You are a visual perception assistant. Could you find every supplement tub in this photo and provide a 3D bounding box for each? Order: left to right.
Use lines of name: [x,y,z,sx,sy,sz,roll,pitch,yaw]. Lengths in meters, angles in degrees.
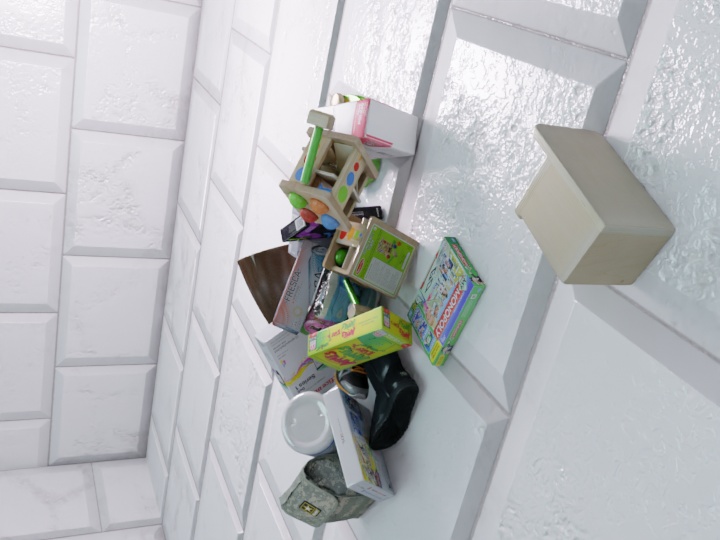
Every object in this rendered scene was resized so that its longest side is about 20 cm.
supplement tub: [-0.090,0.350,1.643,0.200,0.128,0.136,51,-151,-69]

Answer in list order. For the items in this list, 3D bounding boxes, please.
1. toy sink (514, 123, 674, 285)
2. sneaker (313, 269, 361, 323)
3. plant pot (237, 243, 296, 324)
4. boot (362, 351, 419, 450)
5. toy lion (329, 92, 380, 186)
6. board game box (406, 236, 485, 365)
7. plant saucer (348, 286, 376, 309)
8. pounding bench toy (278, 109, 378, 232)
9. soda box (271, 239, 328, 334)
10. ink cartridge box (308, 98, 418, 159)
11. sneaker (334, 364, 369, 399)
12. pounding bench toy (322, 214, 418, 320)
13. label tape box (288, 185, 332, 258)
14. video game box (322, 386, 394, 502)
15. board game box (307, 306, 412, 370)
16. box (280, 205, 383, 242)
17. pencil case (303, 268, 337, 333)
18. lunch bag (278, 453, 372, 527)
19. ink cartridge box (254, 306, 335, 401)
toy sink: [0.299,-0.087,0.998,0.113,0.127,0.203,-63,37,40]
sneaker: [-0.037,0.028,1.623,0.078,0.089,0.204,-31,36,58]
plant pot: [-0.221,0.048,2.001,0.186,0.183,0.205,-20,85,61]
boot: [0.047,0.247,1.537,0.170,0.075,0.204,-118,39,-47]
toy lion: [-0.009,-0.301,1.706,0.190,0.067,0.206,24,110,54]
board game box: [0.156,0.059,1.381,0.136,0.028,0.203,64,142,44]
plant saucer: [-0.017,0.103,1.649,0.202,0.027,0.202,-53,18,25]
pounding bench toy: [-0.078,-0.191,1.431,0.122,0.201,0.159,17,70,30]
soda box: [-0.135,0.038,1.664,0.064,0.067,0.205,135,155,-76]
ink cartridge box: [0.004,-0.290,1.535,0.197,0.143,0.087,3,84,50]
sneaker: [-0.014,0.206,1.640,0.078,0.077,0.202,-60,25,26]
pounding bench toy: [0.000,0.000,1.525,0.155,0.122,0.204,16,82,62]
label tape box: [-0.089,-0.132,1.753,0.066,0.140,0.206,30,115,60]
video game box: [-0.003,0.366,1.532,0.183,0.046,0.204,52,-163,-57]
board game box: [-0.002,0.140,1.477,0.197,0.101,0.049,-24,53,34]
box: [-0.065,-0.103,1.645,0.142,0.195,0.037,-26,76,60]
pencil case: [-0.065,0.057,1.682,0.087,0.081,0.204,90,-162,-63]
lunch bag: [-0.068,0.483,1.618,0.165,0.195,0.120,-57,40,44]
ink cartridge box: [-0.139,0.204,1.746,0.083,0.143,0.203,18,138,61]
